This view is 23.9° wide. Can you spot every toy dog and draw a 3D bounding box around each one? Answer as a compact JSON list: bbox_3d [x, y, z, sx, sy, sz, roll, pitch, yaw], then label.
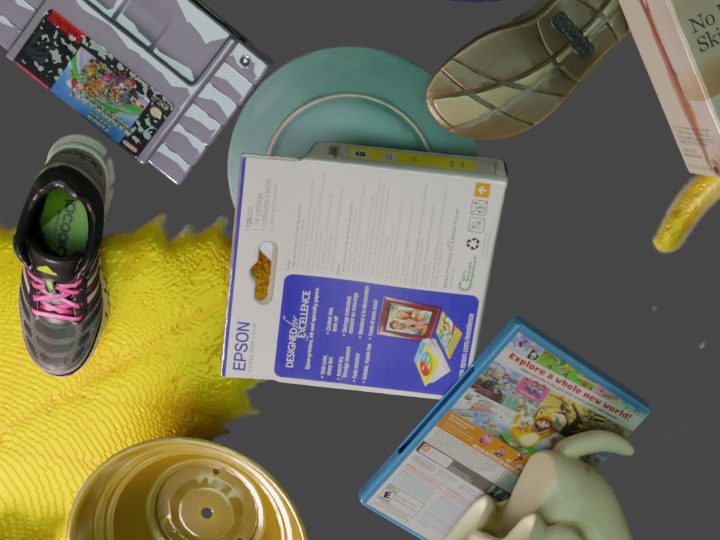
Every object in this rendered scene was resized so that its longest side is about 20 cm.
[{"bbox_3d":[0.182,0.244,1.342,0.200,0.139,0.194,41,69,-16],"label":"toy dog"}]

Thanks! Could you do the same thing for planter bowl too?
[{"bbox_3d":[-0.134,0.214,1.399,0.200,0.083,0.201,2,108,7],"label":"planter bowl"}]

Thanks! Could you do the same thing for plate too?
[{"bbox_3d":[-0.007,-0.073,1.325,0.199,0.026,0.201,2,107,6],"label":"plate"}]

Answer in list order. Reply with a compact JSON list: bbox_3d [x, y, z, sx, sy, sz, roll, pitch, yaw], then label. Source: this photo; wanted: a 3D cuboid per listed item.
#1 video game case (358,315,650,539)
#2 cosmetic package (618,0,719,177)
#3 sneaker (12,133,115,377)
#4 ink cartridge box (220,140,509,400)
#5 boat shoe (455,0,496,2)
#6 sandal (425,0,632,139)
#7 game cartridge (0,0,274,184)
[{"bbox_3d":[0.114,0.145,1.359,0.143,0.018,0.200,33,109,-21],"label":"video game case"},{"bbox_3d":[0.255,-0.176,1.211,0.103,0.087,0.201,-29,103,-9],"label":"cosmetic package"},{"bbox_3d":[-0.239,-0.003,1.344,0.073,0.087,0.201,12,108,4],"label":"sneaker"},{"bbox_3d":[0.000,0.000,1.311,0.199,0.047,0.198,7,119,-2],"label":"ink cartridge box"},{"bbox_3d":[0.113,-0.238,1.206,0.200,0.072,0.073,-6,86,47],"label":"boat shoe"},{"bbox_3d":[0.137,-0.169,1.266,0.200,0.054,0.080,-40,104,2],"label":"sandal"},{"bbox_3d":[-0.182,-0.173,1.314,0.200,0.038,0.130,38,104,-5],"label":"game cartridge"}]
